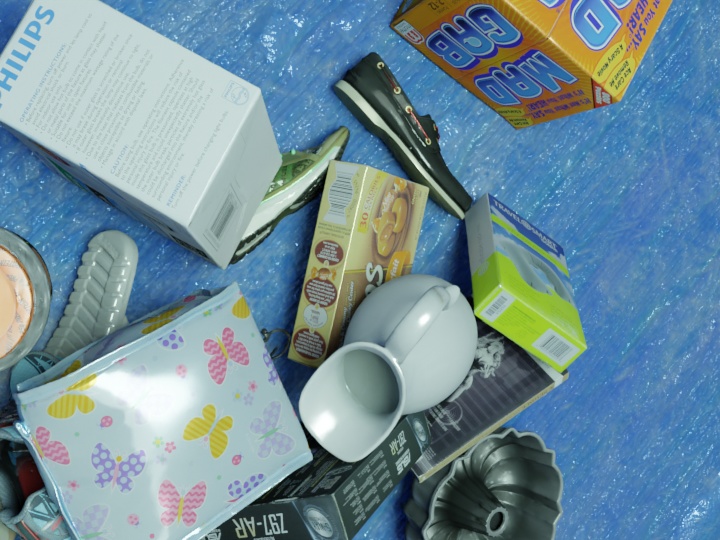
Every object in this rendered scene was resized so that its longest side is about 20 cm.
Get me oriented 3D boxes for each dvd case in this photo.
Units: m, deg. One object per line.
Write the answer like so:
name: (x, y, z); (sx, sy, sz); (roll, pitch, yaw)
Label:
dvd case: (0.100, 0.115, 0.937); (0.198, 0.149, 0.016); (-31, 141, -16)

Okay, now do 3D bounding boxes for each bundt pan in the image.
bundt pan: (0.125, 0.259, 0.955); (0.198, 0.075, 0.207); (-8, 104, -33)

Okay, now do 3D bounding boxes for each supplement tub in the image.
supplement tub: (-0.323, 0.022, 0.739); (0.119, 0.199, 0.126); (0, 91, -19)

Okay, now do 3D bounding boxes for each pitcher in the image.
pitcher: (0.048, 0.061, 0.794); (0.121, 0.199, 0.172); (44, 120, 7)

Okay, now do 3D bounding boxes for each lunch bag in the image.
lunch bag: (-0.166, 0.127, 0.722); (0.198, 0.126, 0.173); (-31, 101, -31)

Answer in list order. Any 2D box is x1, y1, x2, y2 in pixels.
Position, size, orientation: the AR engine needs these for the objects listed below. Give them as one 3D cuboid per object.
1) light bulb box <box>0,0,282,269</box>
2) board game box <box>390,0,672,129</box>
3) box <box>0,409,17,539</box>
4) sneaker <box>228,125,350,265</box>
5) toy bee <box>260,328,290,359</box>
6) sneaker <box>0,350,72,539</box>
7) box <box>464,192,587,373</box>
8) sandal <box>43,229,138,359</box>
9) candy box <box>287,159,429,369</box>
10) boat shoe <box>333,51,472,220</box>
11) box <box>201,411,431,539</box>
light bulb box: (-0.186, -0.117, 0.761); (0.197, 0.198, 0.127); (28, 81, 5)
board game box: (0.187, -0.301, 0.920); (0.198, 0.199, 0.203); (33, 80, -18)
box: (-0.335, 0.208, 0.729); (0.095, 0.200, 0.078); (-42, 105, 8)
sneaker: (-0.093, -0.098, 0.896); (0.199, 0.077, 0.089); (-41, 86, -20)
toy bee: (-0.182, 0.098, 0.850); (0.197, 0.108, 0.133); (-20, 138, -40)
sneaker: (-0.274, 0.139, 0.744); (0.079, 0.202, 0.096); (-34, 142, 6)
box: (0.169, 0.002, 0.928); (0.121, 0.202, 0.048); (33, 120, -18)
sandal: (-0.252, 0.065, 0.842); (0.050, 0.081, 0.207); (22, 90, -61)
candy box: (0.000, 0.000, 0.899); (0.114, 0.054, 0.205); (11, 93, -51)
boat shoe: (0.058, -0.142, 0.942); (0.063, 0.074, 0.202); (-42, 100, -6)
box: (-0.040, 0.189, 0.811); (0.199, 0.157, 0.045); (-30, 103, -62)
